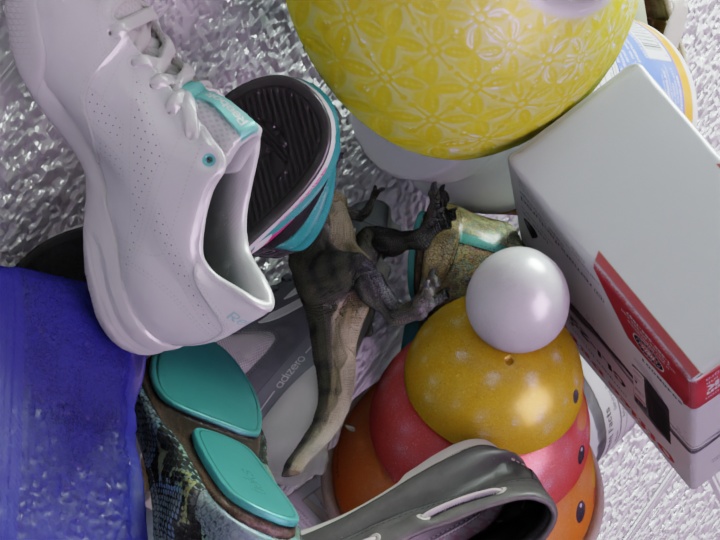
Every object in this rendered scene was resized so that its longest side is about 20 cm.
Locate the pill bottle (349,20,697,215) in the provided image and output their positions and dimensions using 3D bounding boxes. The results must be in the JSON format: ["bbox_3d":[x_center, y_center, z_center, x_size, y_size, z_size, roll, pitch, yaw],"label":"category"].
[{"bbox_3d":[0.082,-0.084,1.502,0.200,0.112,0.112,-1,114,-55],"label":"pill bottle"}]

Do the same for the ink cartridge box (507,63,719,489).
[{"bbox_3d":[0.151,0.008,1.429,0.084,0.144,0.200,-37,161,-6],"label":"ink cartridge box"}]

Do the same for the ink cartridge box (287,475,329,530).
[{"bbox_3d":[0.028,0.170,1.520,0.047,0.160,0.200,-47,173,22],"label":"ink cartridge box"}]

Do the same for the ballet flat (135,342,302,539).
[{"bbox_3d":[-0.077,0.091,1.298,0.074,0.200,0.074,-3,112,-8],"label":"ballet flat"}]

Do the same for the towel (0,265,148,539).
[{"bbox_3d":[-0.176,0.061,1.206,0.200,0.050,0.148,18,61,-40],"label":"towel"}]

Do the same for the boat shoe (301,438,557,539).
[{"bbox_3d":[0.002,0.146,1.320,0.200,0.057,0.067,-34,123,-17],"label":"boat shoe"}]

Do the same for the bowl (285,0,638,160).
[{"bbox_3d":[0.068,-0.157,1.344,0.200,0.108,0.200,6,80,-38],"label":"bowl"}]

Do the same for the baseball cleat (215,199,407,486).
[{"bbox_3d":[-0.040,0.021,1.447,0.200,0.106,0.070,-72,178,-52],"label":"baseball cleat"}]

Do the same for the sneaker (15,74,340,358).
[{"bbox_3d":[-0.085,-0.018,1.345,0.200,0.084,0.121,-39,176,11],"label":"sneaker"}]

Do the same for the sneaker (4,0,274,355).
[{"bbox_3d":[-0.085,-0.067,1.233,0.075,0.088,0.200,-27,103,-53],"label":"sneaker"}]

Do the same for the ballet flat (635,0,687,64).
[{"bbox_3d":[0.149,-0.174,1.577,0.067,0.062,0.200,-48,146,-24],"label":"ballet flat"}]

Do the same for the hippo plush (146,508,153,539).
[{"bbox_3d":[-0.097,0.201,1.413,0.161,0.159,0.200,-53,168,6],"label":"hippo plush"}]

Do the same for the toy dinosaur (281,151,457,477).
[{"bbox_3d":[0.000,0.000,1.386,0.047,0.088,0.200,44,36,-56],"label":"toy dinosaur"}]

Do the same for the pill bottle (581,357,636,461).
[{"bbox_3d":[0.114,0.051,1.649,0.200,0.114,0.114,-40,143,-31],"label":"pill bottle"}]

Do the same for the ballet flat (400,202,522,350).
[{"bbox_3d":[0.056,0.017,1.517,0.071,0.071,0.200,-54,171,-14],"label":"ballet flat"}]

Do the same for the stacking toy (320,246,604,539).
[{"bbox_3d":[0.063,0.062,1.405,0.146,0.146,0.200,-41,159,-31],"label":"stacking toy"}]
